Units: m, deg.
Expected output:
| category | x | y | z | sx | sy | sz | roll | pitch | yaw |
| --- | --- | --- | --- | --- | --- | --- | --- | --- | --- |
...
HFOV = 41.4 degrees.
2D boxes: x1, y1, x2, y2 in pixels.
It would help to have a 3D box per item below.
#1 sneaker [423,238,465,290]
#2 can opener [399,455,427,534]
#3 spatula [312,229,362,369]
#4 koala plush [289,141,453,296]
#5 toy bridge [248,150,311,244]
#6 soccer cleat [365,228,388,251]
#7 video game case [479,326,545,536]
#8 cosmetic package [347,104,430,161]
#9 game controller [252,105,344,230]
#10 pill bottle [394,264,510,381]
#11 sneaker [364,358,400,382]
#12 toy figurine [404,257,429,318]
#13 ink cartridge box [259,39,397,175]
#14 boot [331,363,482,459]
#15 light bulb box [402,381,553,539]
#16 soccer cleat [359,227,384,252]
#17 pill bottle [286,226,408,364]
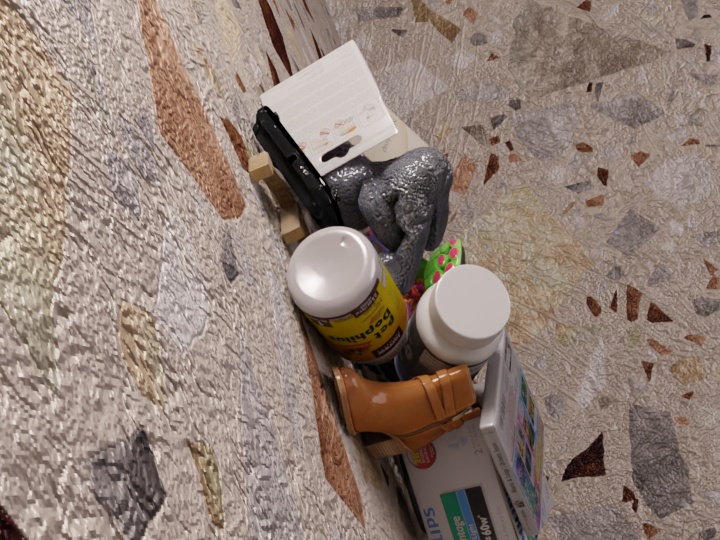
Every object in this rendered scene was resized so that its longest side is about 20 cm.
| category | x | y | z | sx | sy | sz | roll | pitch | yaw |
| --- | --- | --- | --- | --- | --- | --- | --- | --- | --- |
| sneaker | 0.154 | 0.044 | 1.536 | 0.083 | 0.076 | 0.203 | 31 | 48 | -45 |
| can opener | 0.075 | 0.268 | 1.339 | 0.063 | 0.077 | 0.204 | -42 | -121 | 58 |
| spatula | -0.033 | 0.044 | 1.267 | 0.057 | 0.020 | 0.203 | -102 | 170 | -72 |
| koala plush | 0.012 | -0.103 | 1.295 | 0.178 | 0.197 | 0.186 | -51 | 156 | -47 |
| toy bridge | -0.083 | -0.059 | 1.166 | 0.068 | 0.027 | 0.202 | -102 | 168 | -56 |
| soccer cleat | -0.024 | -0.093 | 1.422 | 0.200 | 0.066 | 0.077 | 49 | 9 | -14 |
| video game case | 0.199 | 0.202 | 1.226 | 0.201 | 0.023 | 0.184 | -71 | 141 | -56 |
| cosmetic package | 0.009 | -0.195 | 1.435 | 0.199 | 0.072 | 0.105 | 35 | 61 | -34 |
| game controller | -0.073 | -0.116 | 1.170 | 0.201 | 0.042 | 0.105 | 55 | -3 | 36 |
| pill bottle | 0.114 | 0.080 | 1.196 | 0.201 | 0.112 | 0.116 | 111 | -36 | -61 |
| sneaker | 0.055 | 0.114 | 1.375 | 0.091 | 0.077 | 0.201 | -59 | 157 | -21 |
| toy figurine | 0.077 | 0.082 | 1.536 | 0.184 | 0.147 | 0.204 | -18 | 100 | -74 |
| ink cartridge box | -0.041 | -0.205 | 1.303 | 0.047 | 0.158 | 0.202 | 52 | 12 | -52 |
| boot | 0.056 | 0.145 | 1.116 | 0.201 | 0.152 | 0.075 | 58 | 13 | -55 |
| light bulb box | 0.160 | 0.271 | 1.287 | 0.200 | 0.123 | 0.202 | -23 | 95 | -67 |
| soccer cleat | 0.000 | 0.000 | 1.341 | 0.069 | 0.083 | 0.202 | 95 | -18 | -49 |
| pill bottle | -0.007 | 0.040 | 1.128 | 0.200 | 0.108 | 0.111 | 56 | 14 | -58 |
